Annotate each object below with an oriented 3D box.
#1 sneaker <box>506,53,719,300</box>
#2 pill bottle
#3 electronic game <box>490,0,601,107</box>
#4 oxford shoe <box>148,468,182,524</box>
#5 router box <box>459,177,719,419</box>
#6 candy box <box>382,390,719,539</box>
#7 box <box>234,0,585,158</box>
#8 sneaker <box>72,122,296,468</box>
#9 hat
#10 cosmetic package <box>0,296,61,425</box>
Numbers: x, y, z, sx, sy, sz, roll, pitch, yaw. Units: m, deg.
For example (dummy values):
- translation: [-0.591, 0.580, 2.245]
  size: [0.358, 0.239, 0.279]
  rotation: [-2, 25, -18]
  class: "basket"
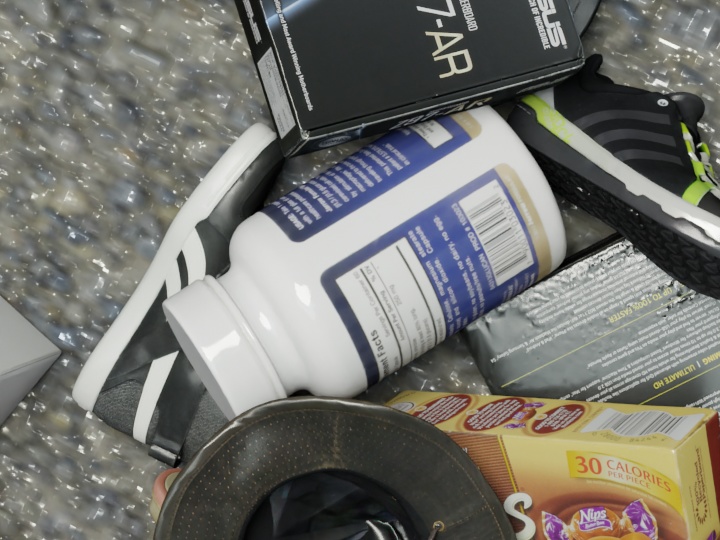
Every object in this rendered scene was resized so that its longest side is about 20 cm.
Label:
- translation: [0.156, -0.061, 0.952]
  size: [0.083, 0.072, 0.200]
  rotation: [-44, 49, -5]
  class: "sneaker"
- translation: [0.000, 0.000, 0.964]
  size: [0.200, 0.111, 0.111]
  rotation: [-31, 89, -11]
  class: "pill bottle"
- translation: [0.043, -0.186, 1.015]
  size: [0.199, 0.042, 0.201]
  rotation: [0, 91, 17]
  class: "electronic game"
- translation: [-0.054, 0.197, 1.040]
  size: [0.200, 0.071, 0.074]
  rotation: [43, 113, -3]
  class: "oxford shoe"
- translation: [0.174, 0.046, 1.007]
  size: [0.200, 0.051, 0.150]
  rotation: [-27, 92, 10]
  class: "router box"
- translation: [0.099, 0.131, 0.971]
  size: [0.199, 0.056, 0.117]
  rotation: [1, 109, 36]
  class: "candy box"
- translation: [0.009, -0.173, 0.922]
  size: [0.160, 0.044, 0.201]
  rotation: [-16, 85, -18]
  class: "box"
- translation: [-0.070, 0.023, 1.040]
  size: [0.112, 0.073, 0.200]
  rotation: [34, 107, 2]
  class: "sneaker"
- translation: [-0.011, 0.149, 0.961]
  size: [0.200, 0.081, 0.201]
  rotation: [0, 105, -2]
  class: "hat"
- translation: [-0.321, 0.062, 1.051]
  size: [0.200, 0.123, 0.199]
  rotation: [42, 100, 5]
  class: "cosmetic package"
